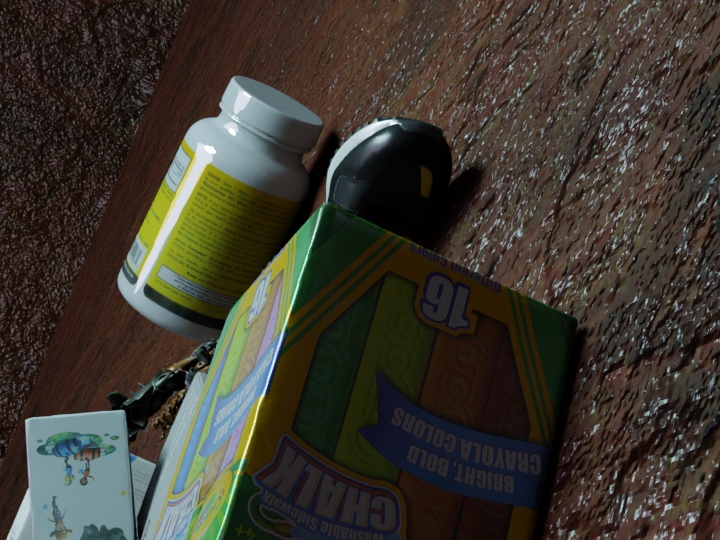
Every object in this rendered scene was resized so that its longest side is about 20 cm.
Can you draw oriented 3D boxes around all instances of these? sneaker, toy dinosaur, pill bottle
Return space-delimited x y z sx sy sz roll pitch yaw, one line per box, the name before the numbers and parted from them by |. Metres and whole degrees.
sneaker | 0.000 0.000 0.925 0.200 0.069 0.091 -53 34 44
toy dinosaur | -0.102 0.094 1.123 0.136 0.102 0.201 -47 -13 -33
pill bottle | -0.111 -0.051 1.303 0.201 0.112 0.113 -62 14 14

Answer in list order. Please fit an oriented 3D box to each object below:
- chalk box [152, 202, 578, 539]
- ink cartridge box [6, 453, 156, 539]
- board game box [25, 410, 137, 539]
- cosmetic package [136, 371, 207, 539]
chalk box | -0.009 0.101 0.640 0.124 0.123 0.202 -44 26 56
ink cartridge box | -0.220 0.234 1.225 0.202 0.115 0.067 -67 15 -9
board game box | -0.165 0.194 0.978 0.148 0.064 0.202 123 141 -78
cosmetic package | -0.067 0.140 0.873 0.200 0.089 0.108 -130 63 -79
